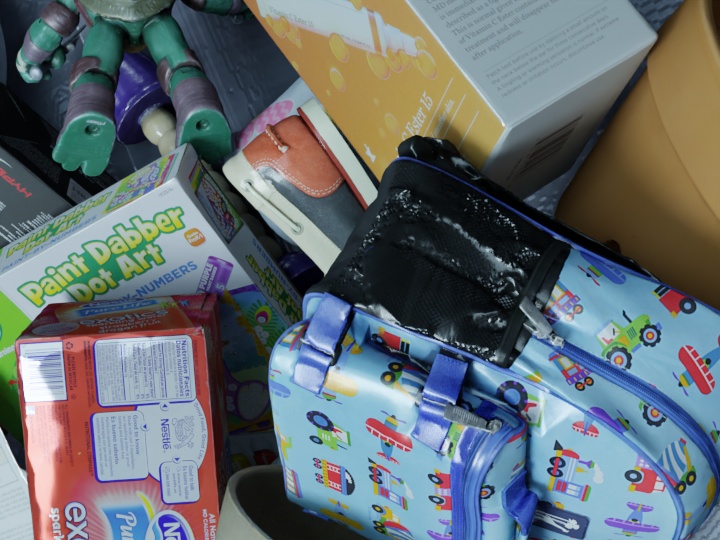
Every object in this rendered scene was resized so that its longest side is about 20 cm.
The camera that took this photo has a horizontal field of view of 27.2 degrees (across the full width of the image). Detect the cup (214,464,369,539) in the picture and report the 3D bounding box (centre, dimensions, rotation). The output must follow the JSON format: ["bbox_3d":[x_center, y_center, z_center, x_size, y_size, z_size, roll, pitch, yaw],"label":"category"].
[{"bbox_3d":[0.003,0.203,0.724,0.199,0.200,0.145,25,97,23],"label":"cup"}]

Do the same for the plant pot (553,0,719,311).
[{"bbox_3d":[0.189,-0.025,0.726,0.140,0.199,0.201,-43,72,34],"label":"plant pot"}]

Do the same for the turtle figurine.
[{"bbox_3d":[-0.137,-0.147,0.874,0.148,0.101,0.202,-14,52,1],"label":"turtle figurine"}]

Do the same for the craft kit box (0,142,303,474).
[{"bbox_3d":[-0.125,0.051,0.876,0.199,0.049,0.198,-27,115,21],"label":"craft kit box"}]

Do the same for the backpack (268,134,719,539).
[{"bbox_3d":[0.075,0.065,0.660,0.198,0.183,0.135,25,60,13],"label":"backpack"}]

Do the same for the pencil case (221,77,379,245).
[{"bbox_3d":[0.014,-0.099,0.854,0.199,0.091,0.083,-38,87,19],"label":"pencil case"}]

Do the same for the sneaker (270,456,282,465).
[{"bbox_3d":[-0.045,0.136,0.868,0.198,0.074,0.083,-12,119,14],"label":"sneaker"}]

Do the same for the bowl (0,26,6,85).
[{"bbox_3d":[-0.307,-0.132,1.000,0.199,0.090,0.204,-1,88,25],"label":"bowl"}]

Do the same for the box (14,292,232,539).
[{"bbox_3d":[-0.118,0.120,0.793,0.098,0.096,0.203,-4,100,0],"label":"box"}]

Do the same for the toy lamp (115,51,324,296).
[{"bbox_3d":[-0.099,-0.060,0.923,0.058,0.058,0.200,-46,74,16],"label":"toy lamp"}]

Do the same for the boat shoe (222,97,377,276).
[{"bbox_3d":[0.000,0.000,0.820,0.062,0.071,0.201,-35,119,-3],"label":"boat shoe"}]

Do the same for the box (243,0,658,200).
[{"bbox_3d":[0.028,-0.133,0.718,0.097,0.125,0.201,-31,75,-24],"label":"box"}]

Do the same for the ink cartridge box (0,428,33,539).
[{"bbox_3d":[-0.217,0.159,0.922,0.161,0.050,0.202,-24,92,44],"label":"ink cartridge box"}]

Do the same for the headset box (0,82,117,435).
[{"bbox_3d":[-0.237,0.009,0.930,0.200,0.078,0.149,-41,116,19],"label":"headset box"}]
